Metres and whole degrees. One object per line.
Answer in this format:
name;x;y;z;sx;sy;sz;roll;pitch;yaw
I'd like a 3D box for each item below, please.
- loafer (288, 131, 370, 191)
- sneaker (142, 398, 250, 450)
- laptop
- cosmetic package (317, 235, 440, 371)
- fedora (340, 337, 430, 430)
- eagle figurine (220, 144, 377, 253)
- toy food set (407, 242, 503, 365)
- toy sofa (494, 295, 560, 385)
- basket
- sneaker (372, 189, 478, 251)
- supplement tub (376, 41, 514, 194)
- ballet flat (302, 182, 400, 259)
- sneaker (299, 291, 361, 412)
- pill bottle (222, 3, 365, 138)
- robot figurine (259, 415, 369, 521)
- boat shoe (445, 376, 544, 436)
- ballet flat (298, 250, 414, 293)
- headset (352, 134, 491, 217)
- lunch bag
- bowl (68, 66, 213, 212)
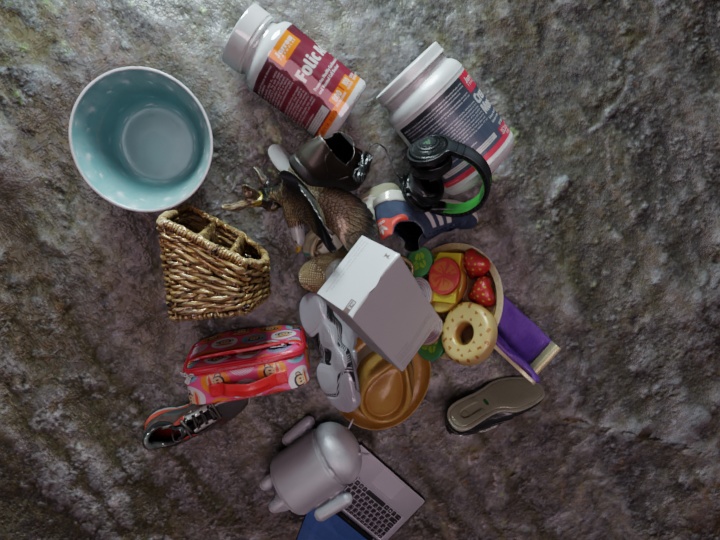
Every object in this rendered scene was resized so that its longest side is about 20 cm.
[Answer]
loafer;-0.027;-0.168;0.791;0.071;0.200;0.073;-42;84;26
sneaker;-0.281;0.259;0.898;0.198;0.082;0.078;-26;103;-1
laptop;0.003;0.470;0.959;0.187;0.116;0.200;44;93;-14
cosmetic package;0.035;0.055;0.786;0.113;0.081;0.200;-50;139;-12
fedora;0.042;0.202;0.928;0.197;0.082;0.204;-2;101;-8
eagle figurine;-0.081;-0.095;0.801;0.153;0.198;0.152;-59;146;-32
toy food set;0.144;0.053;0.873;0.048;0.196;0.203;12;84;-48
toy sofa;0.261;0.104;0.931;0.200;0.098;0.083;42;94;-12
basket;-0.209;-0.025;0.791;0.140;0.200;0.151;-5;101;-5
sneaker;0.111;-0.070;0.862;0.197;0.075;0.086;5;70;-24
supplement tub;0.134;-0.236;0.825;0.140;0.140;0.200;-42;104;2
ballet flat;-0.009;-0.077;0.876;0.199;0.069;0.070;-36;103;0
sneaker;-0.022;0.126;0.872;0.075;0.114;0.202;-30;76;39
pill bottle;-0.100;-0.298;0.795;0.199;0.114;0.115;34;95;-13
robot figurine;-0.079;0.346;0.922;0.199;0.113;0.171;-34;67;5
boat shoe;0.252;0.258;0.986;0.197;0.072;0.068;-18;139;-10
ballet flat;0.000;0.000;0.848;0.197;0.065;0.072;-8;96;-21
headset;0.092;-0.135;0.770;0.197;0.095;0.124;19;143;7
lunch bag;-0.180;0.155;0.842;0.197;0.176;0.083;-9;103;-6
bowl;-0.317;-0.193;0.793;0.197;0.105;0.204;-1;100;-6
